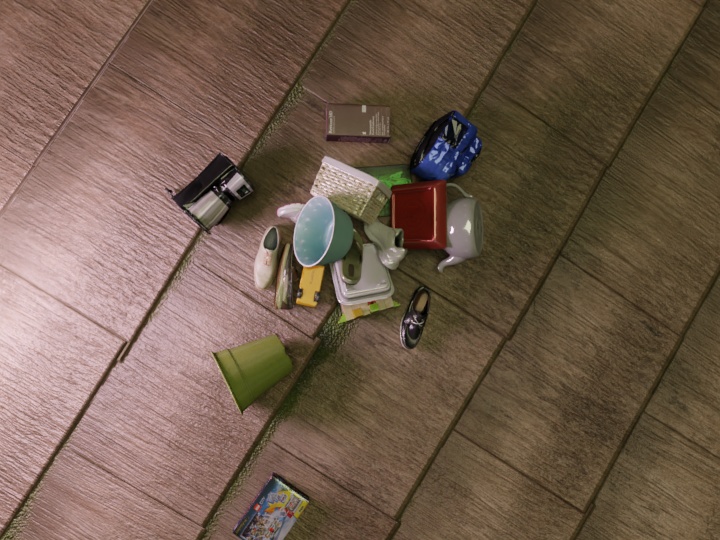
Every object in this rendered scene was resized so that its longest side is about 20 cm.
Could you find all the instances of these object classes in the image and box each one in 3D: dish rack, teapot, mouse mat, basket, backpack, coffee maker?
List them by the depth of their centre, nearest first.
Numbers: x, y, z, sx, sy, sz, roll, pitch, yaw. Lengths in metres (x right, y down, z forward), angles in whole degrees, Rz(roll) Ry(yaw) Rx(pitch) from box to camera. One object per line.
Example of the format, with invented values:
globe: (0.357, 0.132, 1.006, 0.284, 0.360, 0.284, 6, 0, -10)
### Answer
coffee maker: (-0.439, -0.241, 1.556, 0.192, 0.135, 0.200, 45, 84, -2)
basket: (-0.030, -0.231, 1.571, 0.199, 0.135, 0.124, 29, 93, 21)
dish rack: (0.000, 0.000, 1.584, 0.170, 0.044, 0.201, -11, 54, -7)
teapot: (0.286, -0.130, 1.616, 0.145, 0.198, 0.201, -1, 45, 23)
backpack: (0.256, -0.353, 1.616, 0.167, 0.162, 0.201, 37, 84, -7)
mouse mat: (0.067, -0.248, 1.671, 0.198, 0.008, 0.162, -5, 89, -7)

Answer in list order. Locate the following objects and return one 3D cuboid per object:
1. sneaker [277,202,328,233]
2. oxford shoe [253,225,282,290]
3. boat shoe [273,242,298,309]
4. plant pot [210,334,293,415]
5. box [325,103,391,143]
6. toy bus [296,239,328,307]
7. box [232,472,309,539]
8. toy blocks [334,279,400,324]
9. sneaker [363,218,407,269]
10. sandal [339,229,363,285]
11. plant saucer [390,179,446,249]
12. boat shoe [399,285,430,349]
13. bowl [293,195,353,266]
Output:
sneaker: (-0.155, -0.147, 1.608, 0.198, 0.081, 0.089, 10, 85, -5)
oxford shoe: (-0.281, -0.040, 1.594, 0.070, 0.074, 0.202, 9, 87, -5)
boat shoe: (-0.218, 0.020, 1.606, 0.064, 0.073, 0.202, 9, 91, -16)
plant pot: (-0.302, 0.280, 1.541, 0.189, 0.200, 0.201, -26, 91, -19)
box: (-0.007, -0.451, 1.638, 0.198, 0.075, 0.101, 0, 88, -4)
toy bus: (-0.143, 0.006, 1.604, 0.065, 0.078, 0.202, 12, 87, -6)
box: (-0.264, 0.726, 1.588, 0.136, 0.038, 0.201, 36, 85, -3)
toy blocks: (0.008, 0.069, 1.618, 0.199, 0.100, 0.138, -16, 79, -9)
sneaker: (0.083, -0.104, 1.598, 0.099, 0.078, 0.201, -42, 62, 24)
sandal: (-0.024, -0.052, 1.553, 0.079, 0.057, 0.202, 2, 54, -12)
plant saucer: (0.163, -0.163, 1.592, 0.037, 0.199, 0.202, -3, 93, -50)
boat shoe: (0.170, 0.145, 1.638, 0.071, 0.068, 0.201, 17, 88, -6)
bowl: (-0.093, -0.102, 1.509, 0.105, 0.200, 0.202, 11, 86, -38)
